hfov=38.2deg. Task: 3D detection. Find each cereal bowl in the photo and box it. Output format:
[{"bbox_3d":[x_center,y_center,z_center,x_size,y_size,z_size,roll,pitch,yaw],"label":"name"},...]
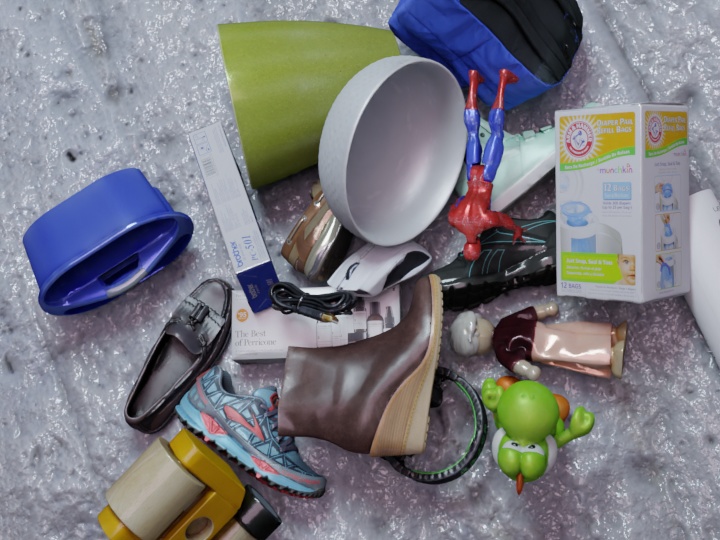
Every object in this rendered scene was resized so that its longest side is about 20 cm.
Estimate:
[{"bbox_3d":[0.025,-0.135,1.126,0.083,0.200,0.202,25,80,40],"label":"cereal bowl"}]

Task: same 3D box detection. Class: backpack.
[{"bbox_3d":[0.147,-0.289,1.192,0.199,0.167,0.164,36,65,-17],"label":"backpack"}]

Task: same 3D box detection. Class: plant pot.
[{"bbox_3d":[-0.050,-0.208,1.202,0.196,0.187,0.191,-12,77,-4],"label":"plant pot"}]

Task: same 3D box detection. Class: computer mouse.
[{"bbox_3d":[0.000,0.000,1.157,0.108,0.199,0.045,8,117,43],"label":"computer mouse"}]

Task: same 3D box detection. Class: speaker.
[{"bbox_3d":[0.394,0.016,1.146,0.080,0.081,0.203,-23,76,1],"label":"speaker"}]

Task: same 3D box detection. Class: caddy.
[{"bbox_3d":[-0.289,-0.023,1.202,0.198,0.142,0.106,-33,73,0],"label":"caddy"}]

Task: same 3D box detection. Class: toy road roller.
[{"bbox_3d":[-0.193,0.242,1.117,0.123,0.200,0.146,-44,41,-5],"label":"toy road roller"}]

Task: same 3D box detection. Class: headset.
[{"bbox_3d":[0.043,0.151,1.150,0.198,0.094,0.125,24,81,28],"label":"headset"}]

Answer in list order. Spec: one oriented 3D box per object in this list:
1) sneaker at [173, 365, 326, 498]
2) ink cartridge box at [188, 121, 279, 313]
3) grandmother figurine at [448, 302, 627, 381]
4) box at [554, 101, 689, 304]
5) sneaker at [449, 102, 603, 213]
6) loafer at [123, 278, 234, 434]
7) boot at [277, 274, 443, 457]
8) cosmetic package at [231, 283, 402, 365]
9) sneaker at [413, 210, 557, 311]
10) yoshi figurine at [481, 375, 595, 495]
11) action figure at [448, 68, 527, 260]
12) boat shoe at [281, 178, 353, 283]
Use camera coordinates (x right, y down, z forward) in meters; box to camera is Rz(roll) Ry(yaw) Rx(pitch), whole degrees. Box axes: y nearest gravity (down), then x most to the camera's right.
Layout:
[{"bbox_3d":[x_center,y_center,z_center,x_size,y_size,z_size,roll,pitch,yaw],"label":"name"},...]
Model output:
[{"bbox_3d":[-0.113,0.178,1.171,0.198,0.079,0.096,32,81,12],"label":"sneaker"},{"bbox_3d":[-0.142,-0.062,1.190,0.043,0.095,0.202,-20,60,-4],"label":"ink cartridge box"},{"bbox_3d":[0.193,0.081,1.158,0.196,0.122,0.062,6,118,17],"label":"grandmother figurine"},{"bbox_3d":[0.281,-0.075,1.116,0.111,0.100,0.205,5,99,46],"label":"box"},{"bbox_3d":[0.184,-0.157,1.207,0.199,0.074,0.119,-38,81,-1],"label":"sneaker"},{"bbox_3d":[-0.208,0.097,1.206,0.071,0.063,0.202,29,83,11],"label":"loafer"},{"bbox_3d":[0.002,0.092,1.109,0.163,0.072,0.204,9,75,6],"label":"boot"},{"bbox_3d":[-0.049,0.062,1.202,0.196,0.051,0.084,-3,77,6],"label":"cosmetic package"},{"bbox_3d":[0.151,-0.010,1.191,0.196,0.076,0.081,-15,67,-6],"label":"sneaker"},{"bbox_3d":[0.176,0.149,1.074,0.111,0.200,0.113,-30,91,13],"label":"yoshi figurine"},{"bbox_3d":[0.144,-0.106,1.142,0.064,0.099,0.204,5,81,32],"label":"action figure"},{"bbox_3d":[-0.027,-0.085,1.220,0.071,0.076,0.202,27,75,20],"label":"boat shoe"}]
